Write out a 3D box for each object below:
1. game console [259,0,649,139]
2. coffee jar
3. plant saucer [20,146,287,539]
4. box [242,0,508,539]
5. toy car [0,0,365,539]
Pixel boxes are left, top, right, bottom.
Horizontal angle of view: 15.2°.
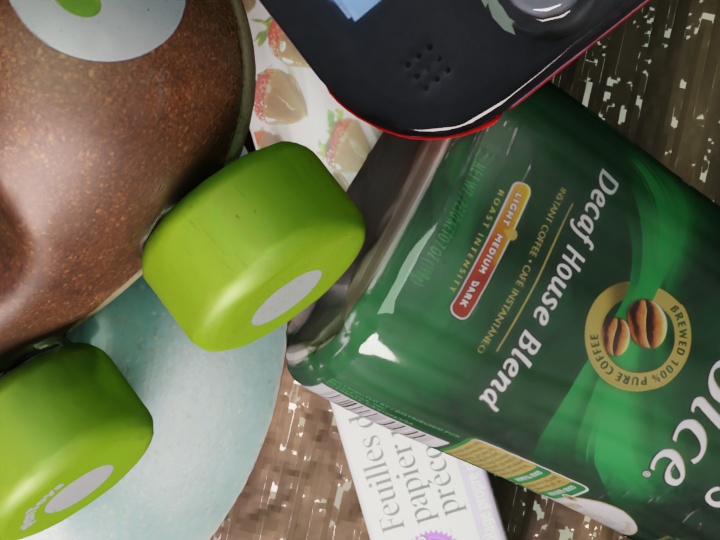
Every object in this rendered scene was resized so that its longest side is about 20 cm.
[{"bbox_3d":[0.017,-0.150,0.653,0.177,0.031,0.200,-38,90,26],"label":"game console"},{"bbox_3d":[0.087,0.029,0.743,0.200,0.085,0.104,29,80,-13],"label":"coffee jar"},{"bbox_3d":[-0.122,0.014,0.774,0.201,0.039,0.201,-2,83,14],"label":"plant saucer"},{"bbox_3d":[0.000,0.000,0.790,0.039,0.041,0.200,-16,89,2],"label":"box"},{"bbox_3d":[-0.125,-0.028,0.648,0.158,0.200,0.164,-43,76,20],"label":"toy car"}]
